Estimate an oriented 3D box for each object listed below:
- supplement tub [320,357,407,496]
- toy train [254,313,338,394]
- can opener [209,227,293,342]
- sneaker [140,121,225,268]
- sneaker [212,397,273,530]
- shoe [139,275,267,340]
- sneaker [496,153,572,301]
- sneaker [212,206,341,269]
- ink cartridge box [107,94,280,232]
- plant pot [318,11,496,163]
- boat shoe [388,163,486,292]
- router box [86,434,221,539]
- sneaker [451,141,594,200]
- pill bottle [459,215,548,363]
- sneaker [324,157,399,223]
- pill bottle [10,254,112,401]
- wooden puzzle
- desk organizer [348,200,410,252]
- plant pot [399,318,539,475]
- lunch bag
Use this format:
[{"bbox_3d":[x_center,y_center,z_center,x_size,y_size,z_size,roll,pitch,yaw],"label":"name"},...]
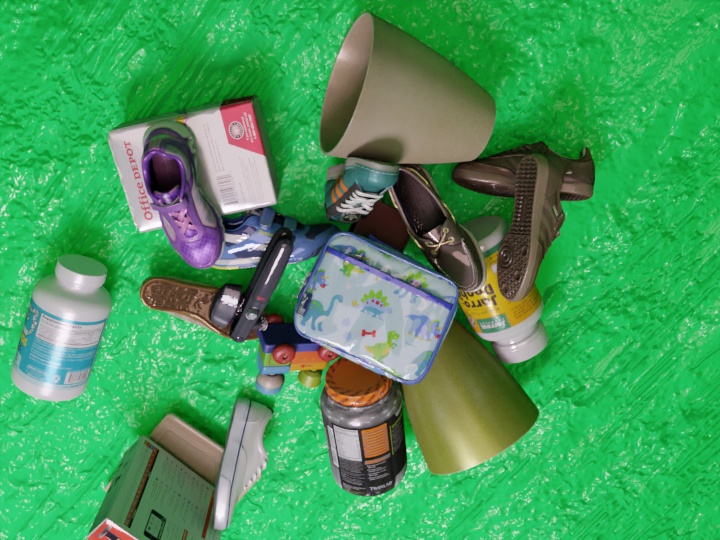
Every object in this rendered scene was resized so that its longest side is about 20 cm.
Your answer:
[{"bbox_3d":[0.005,0.231,1.196,0.122,0.123,0.200,-6,123,0],"label":"supplement tub"},{"bbox_3d":[-0.062,0.131,1.212,0.200,0.085,0.116,0,127,-23],"label":"toy train"},{"bbox_3d":[-0.142,0.025,1.108,0.079,0.063,0.200,16,130,-30],"label":"can opener"},{"bbox_3d":[-0.236,-0.088,1.029,0.080,0.088,0.200,-15,112,2],"label":"sneaker"},{"bbox_3d":[-0.178,0.298,1.220,0.071,0.073,0.200,14,73,-10],"label":"sneaker"},{"bbox_3d":[-0.231,0.050,1.185,0.200,0.053,0.070,22,92,-20],"label":"shoe"},{"bbox_3d":[0.240,-0.053,1.061,0.075,0.070,0.200,3,104,-27],"label":"sneaker"},{"bbox_3d":[-0.127,-0.053,1.142,0.200,0.074,0.082,-7,107,-1],"label":"sneaker"},{"bbox_3d":[-0.224,-0.150,1.098,0.200,0.086,0.148,-10,110,3],"label":"ink cartridge box"},{"bbox_3d":[0.071,-0.217,1.049,0.200,0.187,0.188,13,108,-18],"label":"plant pot"},{"bbox_3d":[0.100,-0.056,1.065,0.072,0.060,0.200,-32,84,22],"label":"boat shoe"},{"bbox_3d":[-0.290,0.364,1.174,0.179,0.200,0.049,42,106,-15],"label":"router box"},{"bbox_3d":[0.231,-0.146,1.129,0.200,0.070,0.076,7,82,-2],"label":"sneaker"},{"bbox_3d":[0.198,0.031,1.160,0.113,0.113,0.200,-26,108,7],"label":"pill bottle"},{"bbox_3d":[-0.001,-0.101,1.048,0.071,0.200,0.080,8,88,-16],"label":"sneaker"},{"bbox_3d":[-0.430,0.080,1.156,0.111,0.111,0.200,20,106,-9],"label":"pill bottle"},{"bbox_3d":[-0.287,0.340,1.292,0.185,0.037,0.200,38,108,-14],"label":"wooden puzzle"},{"bbox_3d":[0.000,0.000,1.133,0.077,0.072,0.200,27,86,-7],"label":"desk organizer"},{"bbox_3d":[0.135,0.166,1.184,0.187,0.187,0.200,-29,93,8],"label":"plant pot"},{"bbox_3d":[0.021,0.045,1.054,0.200,0.082,0.161,27,88,4],"label":"lunch bag"}]
